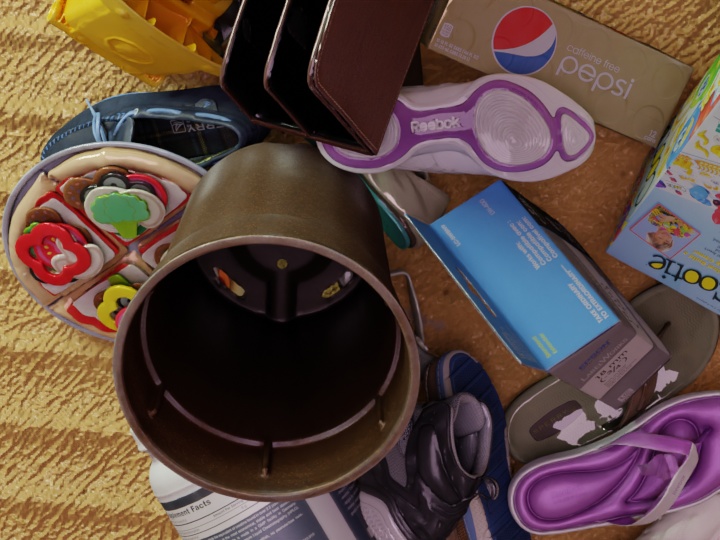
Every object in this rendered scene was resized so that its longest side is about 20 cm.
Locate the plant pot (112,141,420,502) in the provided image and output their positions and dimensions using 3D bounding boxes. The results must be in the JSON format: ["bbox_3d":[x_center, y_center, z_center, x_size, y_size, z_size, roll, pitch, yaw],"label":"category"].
[{"bbox_3d":[-0.058,0.018,1.180,0.198,0.199,0.202,1,120,1],"label":"plant pot"}]

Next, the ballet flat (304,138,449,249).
[{"bbox_3d":[-0.006,-0.105,1.310,0.069,0.069,0.200,-41,96,10],"label":"ballet flat"}]

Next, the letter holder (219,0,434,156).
[{"bbox_3d":[-0.019,-0.202,1.141,0.100,0.142,0.202,17,80,22],"label":"letter holder"}]

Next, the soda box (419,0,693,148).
[{"bbox_3d":[0.139,-0.161,1.250,0.198,0.064,0.068,21,102,-19],"label":"soda box"}]

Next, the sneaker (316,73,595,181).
[{"bbox_3d":[0.069,-0.108,1.233,0.198,0.100,0.076,3,100,3],"label":"sneaker"}]

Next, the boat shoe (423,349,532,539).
[{"bbox_3d":[0.074,0.160,1.331,0.072,0.072,0.202,-5,104,36],"label":"boat shoe"}]

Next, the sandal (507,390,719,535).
[{"bbox_3d":[0.210,0.156,1.292,0.201,0.050,0.083,-24,96,8],"label":"sandal"}]

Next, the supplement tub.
[{"bbox_3d":[-0.074,0.175,1.316,0.140,0.140,0.201,-29,96,9],"label":"supplement tub"}]

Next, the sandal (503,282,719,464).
[{"bbox_3d":[0.196,0.088,1.320,0.201,0.057,0.080,-41,92,11],"label":"sandal"}]

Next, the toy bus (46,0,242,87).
[{"bbox_3d":[-0.144,-0.237,1.255,0.135,0.191,0.202,29,68,-30],"label":"toy bus"}]

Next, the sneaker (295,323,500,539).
[{"bbox_3d":[0.030,0.106,1.263,0.114,0.075,0.201,-40,68,28],"label":"sneaker"}]

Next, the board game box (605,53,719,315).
[{"bbox_3d":[0.270,-0.077,1.210,0.104,0.103,0.200,28,144,-1],"label":"board game box"}]

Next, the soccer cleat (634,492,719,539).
[{"bbox_3d":[0.247,0.210,1.336,0.198,0.069,0.078,-21,92,1],"label":"soccer cleat"}]

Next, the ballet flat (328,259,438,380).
[{"bbox_3d":[0.000,0.000,1.324,0.063,0.067,0.201,-28,101,-2],"label":"ballet flat"}]

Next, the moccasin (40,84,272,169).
[{"bbox_3d":[-0.164,-0.101,1.296,0.198,0.068,0.081,-17,109,24],"label":"moccasin"}]

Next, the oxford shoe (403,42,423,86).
[{"bbox_3d":[0.019,-0.209,1.266,0.084,0.072,0.202,1,107,48],"label":"oxford shoe"}]

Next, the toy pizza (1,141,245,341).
[{"bbox_3d":[-0.176,-0.011,1.301,0.198,0.032,0.202,3,130,3],"label":"toy pizza"}]

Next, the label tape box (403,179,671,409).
[{"bbox_3d":[0.132,0.013,1.219,0.063,0.200,0.145,-43,63,11],"label":"label tape box"}]
